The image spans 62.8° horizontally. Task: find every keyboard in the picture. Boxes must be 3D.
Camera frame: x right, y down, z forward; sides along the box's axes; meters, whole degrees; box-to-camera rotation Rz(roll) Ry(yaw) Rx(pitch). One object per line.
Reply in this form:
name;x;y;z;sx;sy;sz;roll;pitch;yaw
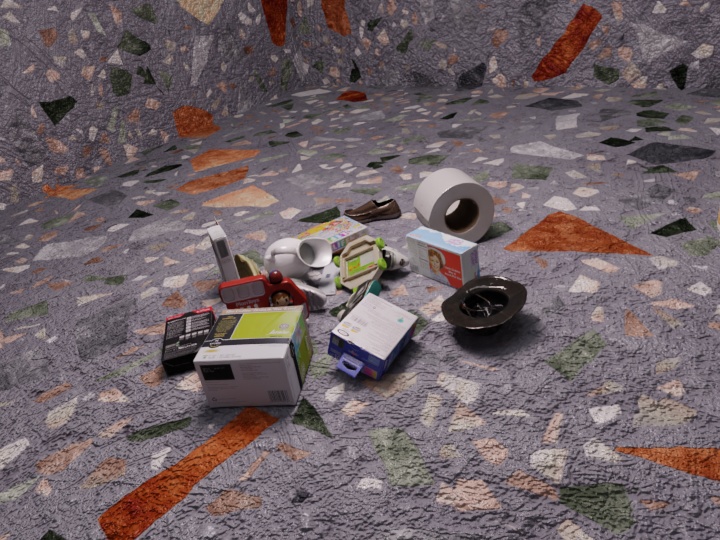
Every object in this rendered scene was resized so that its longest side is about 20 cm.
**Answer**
keyboard;-0.085;0.016;1.690;0.056;0.011;0.200;-9;28;12

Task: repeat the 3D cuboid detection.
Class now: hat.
hat;0.290;0.097;1.354;0.200;0.081;0.201;-15;28;8

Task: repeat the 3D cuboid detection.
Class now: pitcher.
pitcher;-0.204;-0.038;1.643;0.171;0.121;0.200;6;-13;-40

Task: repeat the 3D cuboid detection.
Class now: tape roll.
tape roll;0.273;-0.184;1.732;0.202;0.203;0.139;-14;29;-8

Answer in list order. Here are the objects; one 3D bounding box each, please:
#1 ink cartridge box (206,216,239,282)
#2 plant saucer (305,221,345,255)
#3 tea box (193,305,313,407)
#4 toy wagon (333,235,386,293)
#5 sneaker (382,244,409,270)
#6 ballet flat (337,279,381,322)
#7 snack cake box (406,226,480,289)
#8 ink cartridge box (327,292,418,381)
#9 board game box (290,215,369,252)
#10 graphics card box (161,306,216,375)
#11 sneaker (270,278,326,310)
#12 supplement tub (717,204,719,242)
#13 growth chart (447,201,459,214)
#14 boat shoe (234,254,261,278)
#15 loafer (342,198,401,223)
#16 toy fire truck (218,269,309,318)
ink cartridge box;-0.390;-0.035;1.679;0.043;0.200;0.174;-21;30;-17
plant saucer;-0.089;-0.099;1.864;0.200;0.038;0.200;-8;29;5
tea box;-0.227;0.186;1.302;0.200;0.134;0.197;-3;30;11
toy wagon;0.000;0.000;1.603;0.155;0.040;0.200;-23;52;27
sneaker;0.060;-0.038;1.686;0.088;0.074;0.200;3;14;-36
ballet flat;-0.011;0.102;1.451;0.068;0.068;0.200;-11;33;38
snack cake box;0.218;-0.034;1.570;0.067;0.115;0.200;-29;34;-31
ink cartridge box;0.020;0.152;1.307;0.136;0.076;0.200;26;40;19
board game box;-0.093;-0.101;1.797;0.200;0.034;0.134;-26;33;-26
graphics card box;-0.425;0.172;1.476;0.125;0.051;0.200;-14;28;-8
sneaker;-0.164;0.050;1.583;0.200;0.075;0.082;12;38;36
supplement tub;0.972;-0.157;1.459;0.144;0.200;0.145;-8;29;5
growth chart;0.297;-0.203;1.946;0.145;0.018;0.200;-20;30;-16
boat shoe;-0.320;0.006;1.725;0.063;0.073;0.201;10;12;-30
loafer;0.034;-0.208;1.982;0.200;0.071;0.073;-9;29;3
toy fire truck;-0.232;0.085;1.447;0.200;0.168;0.112;-13;29;-5
